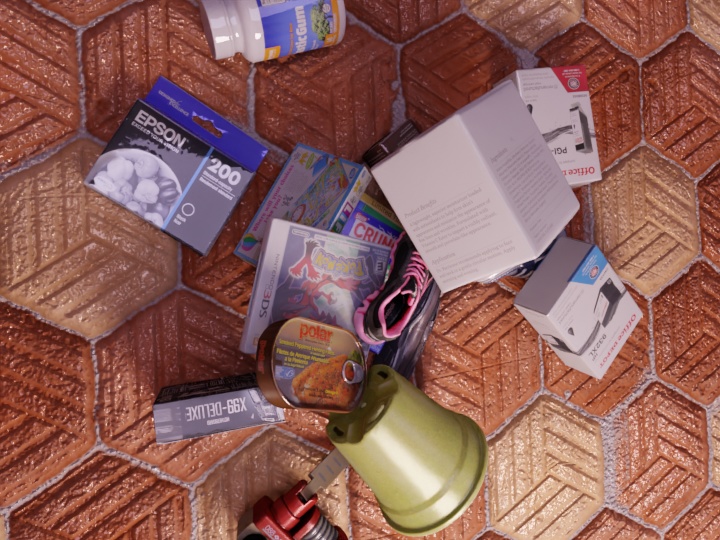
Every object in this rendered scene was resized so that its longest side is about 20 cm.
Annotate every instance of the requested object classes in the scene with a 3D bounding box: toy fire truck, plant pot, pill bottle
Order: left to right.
[{"bbox_3d":[-0.131,-0.376,0.880,0.198,0.112,0.114,-19,95,-15],"label":"pill bottle"},{"bbox_3d":[-0.065,0.381,0.897,0.200,0.129,0.176,-42,101,-3],"label":"toy fire truck"},{"bbox_3d":[0.053,0.243,0.862,0.201,0.200,0.184,-48,114,-11],"label":"plant pot"}]

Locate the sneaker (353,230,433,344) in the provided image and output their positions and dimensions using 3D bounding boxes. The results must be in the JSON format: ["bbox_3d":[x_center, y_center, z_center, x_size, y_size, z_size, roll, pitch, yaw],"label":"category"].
[{"bbox_3d":[0.068,0.017,0.833,0.078,0.095,0.202,31,79,-12],"label":"sneaker"}]

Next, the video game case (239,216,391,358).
[{"bbox_3d":[-0.058,0.036,0.834,0.198,0.023,0.185,12,92,-33],"label":"video game case"}]

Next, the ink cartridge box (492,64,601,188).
[{"bbox_3d":[0.324,-0.240,1.027,0.145,0.083,0.203,-10,92,-17],"label":"ink cartridge box"}]

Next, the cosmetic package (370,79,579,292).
[{"bbox_3d":[0.155,-0.111,0.798,0.165,0.164,0.202,-37,99,-42],"label":"cosmetic package"}]

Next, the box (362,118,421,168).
[{"bbox_3d":[0.100,-0.134,0.951,0.075,0.100,0.201,-40,100,-13],"label":"box"}]

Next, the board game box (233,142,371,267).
[{"bbox_3d":[-0.087,-0.083,0.887,0.133,0.034,0.202,25,81,29],"label":"board game box"}]

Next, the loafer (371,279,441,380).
[{"bbox_3d":[0.085,0.097,0.968,0.063,0.072,0.202,28,87,-34],"label":"loafer"}]

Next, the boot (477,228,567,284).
[{"bbox_3d":[0.287,-0.008,1.019,0.198,0.073,0.091,-31,103,-15],"label":"boot"}]

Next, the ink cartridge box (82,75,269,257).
[{"bbox_3d":[-0.263,-0.156,0.874,0.197,0.043,0.202,31,80,-13],"label":"ink cartridge box"}]

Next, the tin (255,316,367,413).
[{"bbox_3d":[-0.059,0.124,0.769,0.199,0.041,0.114,24,66,-52],"label":"tin"}]

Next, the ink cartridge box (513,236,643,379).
[{"bbox_3d":[0.373,0.065,1.006,0.200,0.083,0.146,43,80,-30],"label":"ink cartridge box"}]

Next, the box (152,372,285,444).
[{"bbox_3d":[-0.195,0.180,0.807,0.155,0.200,0.051,-7,87,-17],"label":"box"}]

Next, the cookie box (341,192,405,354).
[{"bbox_3d":[0.000,0.000,0.932,0.170,0.075,0.202,32,81,-14],"label":"cookie box"}]
